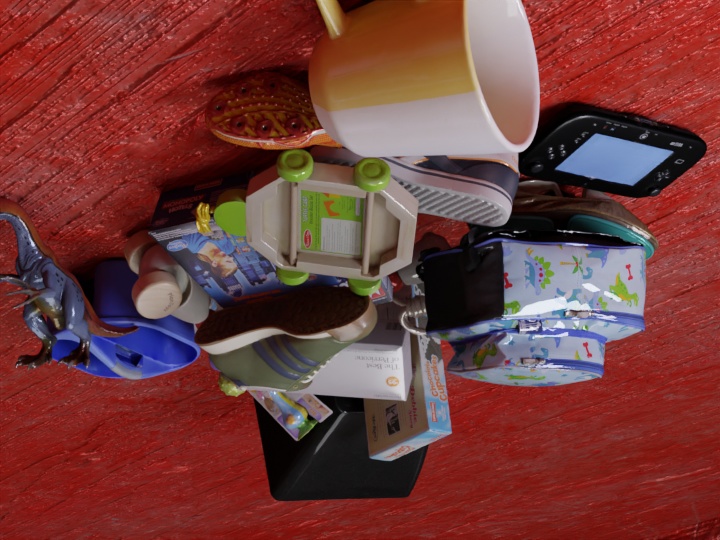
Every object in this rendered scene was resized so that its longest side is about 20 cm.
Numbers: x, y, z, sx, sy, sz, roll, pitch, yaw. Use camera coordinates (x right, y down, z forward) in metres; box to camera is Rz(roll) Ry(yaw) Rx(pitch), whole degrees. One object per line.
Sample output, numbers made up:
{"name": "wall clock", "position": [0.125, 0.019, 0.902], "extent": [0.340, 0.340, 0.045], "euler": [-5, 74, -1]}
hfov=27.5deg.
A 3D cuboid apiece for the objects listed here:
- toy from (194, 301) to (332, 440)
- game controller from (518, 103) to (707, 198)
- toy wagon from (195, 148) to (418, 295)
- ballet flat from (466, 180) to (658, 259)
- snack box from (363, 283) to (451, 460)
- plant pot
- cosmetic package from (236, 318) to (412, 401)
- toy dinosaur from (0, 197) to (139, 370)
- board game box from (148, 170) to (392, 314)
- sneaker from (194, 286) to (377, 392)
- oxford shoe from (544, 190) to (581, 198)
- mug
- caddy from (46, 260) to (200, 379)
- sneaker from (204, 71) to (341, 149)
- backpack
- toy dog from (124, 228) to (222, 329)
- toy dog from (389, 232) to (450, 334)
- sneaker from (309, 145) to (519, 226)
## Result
{"name": "toy", "position": [-0.135, 0.128, 1.747], "extent": [0.200, 0.047, 0.115], "euler": [42, 146, -3]}
{"name": "game controller", "position": [0.247, -0.115, 1.443], "extent": [0.199, 0.042, 0.104], "euler": [7, 154, -35]}
{"name": "toy wagon", "position": [-0.049, -0.048, 1.324], "extent": [0.198, 0.040, 0.156], "euler": [8, 140, 3]}
{"name": "ballet flat", "position": [0.207, -0.059, 1.508], "extent": [0.198, 0.073, 0.068], "euler": [6, 143, 5]}
{"name": "snack box", "position": [0.047, 0.110, 1.723], "extent": [0.037, 0.202, 0.116], "euler": [11, 153, -35]}
{"name": "plant pot", "position": [-0.009, 0.164, 1.876], "extent": [0.198, 0.201, 0.178], "euler": [3, 146, -25]}
{"name": "cosmetic package", "position": [-0.044, 0.096, 1.650], "extent": [0.198, 0.051, 0.083], "euler": [3, 129, 11]}
{"name": "toy dinosaur", "position": [-0.324, 0.007, 1.459], "extent": [0.104, 0.183, 0.200], "euler": [2, -163, 24]}
{"name": "board game box", "position": [-0.074, -0.005, 1.448], "extent": [0.198, 0.062, 0.201], "euler": [-11, 131, 20]}
{"name": "sneaker", "position": [-0.059, 0.074, 1.432], "extent": [0.199, 0.067, 0.090], "euler": [-10, 128, 29]}
{"name": "oxford shoe", "position": [0.183, -0.021, 1.623], "extent": [0.071, 0.072, 0.199], "euler": [7, 153, -42]}
{"name": "mug", "position": [0.040, -0.172, 1.145], "extent": [0.152, 0.188, 0.149], "euler": [-9, -167, 27]}
{"name": "caddy", "position": [-0.266, 0.069, 1.638], "extent": [0.140, 0.106, 0.200], "euler": [-17, 157, 21]}
{"name": "sneaker", "position": [-0.035, -0.128, 1.266], "extent": [0.198, 0.074, 0.077], "euler": [-3, 157, -11]}
{"name": "backpack", "position": [0.175, 0.039, 1.437], "extent": [0.198, 0.148, 0.183], "euler": [-1, 173, -17]}
{"name": "toy dog", "position": [-0.160, 0.015, 1.538], "extent": [0.096, 0.132, 0.200], "euler": [-37, 155, 15]}
{"name": "toy dog", "position": [0.000, 0.000, 1.576], "extent": [0.198, 0.097, 0.133], "euler": [-5, 133, 1]}
{"name": "sneaker", "position": [0.053, -0.102, 1.377], "extent": [0.198, 0.080, 0.079], "euler": [14, 156, 12]}
